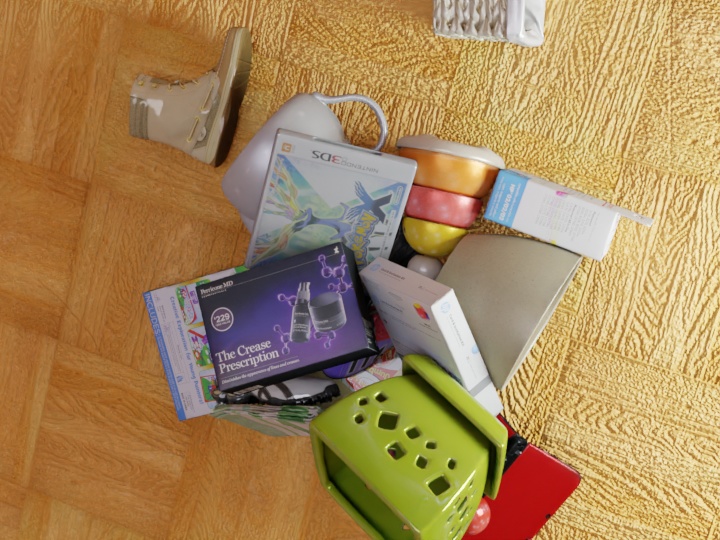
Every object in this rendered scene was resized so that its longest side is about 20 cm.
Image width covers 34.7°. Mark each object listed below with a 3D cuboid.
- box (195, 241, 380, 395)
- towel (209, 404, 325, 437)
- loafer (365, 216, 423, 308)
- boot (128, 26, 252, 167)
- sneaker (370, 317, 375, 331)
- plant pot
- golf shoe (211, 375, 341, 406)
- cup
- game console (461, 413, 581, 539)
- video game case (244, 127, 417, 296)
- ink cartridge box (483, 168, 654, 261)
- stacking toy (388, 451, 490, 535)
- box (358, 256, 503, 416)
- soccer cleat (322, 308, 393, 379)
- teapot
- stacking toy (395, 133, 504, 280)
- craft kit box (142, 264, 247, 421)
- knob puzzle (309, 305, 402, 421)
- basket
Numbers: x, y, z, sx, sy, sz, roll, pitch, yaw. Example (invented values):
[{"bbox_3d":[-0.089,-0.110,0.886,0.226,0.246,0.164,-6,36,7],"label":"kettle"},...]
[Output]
[{"bbox_3d":[-0.092,0.062,1.457,0.199,0.079,0.142,-17,76,9],"label":"box"},{"bbox_3d":[-0.088,0.212,1.579,0.199,0.152,0.024,-4,68,38],"label":"towel"},{"bbox_3d":[0.000,0.000,1.570,0.200,0.072,0.073,-46,54,3],"label":"loafer"},{"bbox_3d":[-0.243,-0.263,1.630,0.155,0.073,0.201,20,108,11],"label":"boot"},{"bbox_3d":[-0.085,0.056,1.528,0.198,0.081,0.116,-4,92,15],"label":"sneaker"},{"bbox_3d":[0.070,0.236,1.426,0.181,0.200,0.199,-39,64,-21],"label":"plant pot"},{"bbox_3d":[-0.120,0.142,1.593,0.199,0.078,0.095,0,87,26],"label":"golf shoe"},{"bbox_3d":[0.173,0.033,1.480,0.143,0.200,0.201,31,105,12],"label":"cup"},{"bbox_3d":[0.172,0.294,1.608,0.200,0.118,0.172,-53,50,15],"label":"game console"},{"bbox_3d":[-0.041,-0.070,1.476,0.181,0.022,0.201,12,120,-8],"label":"video game case"},{"bbox_3d":[0.269,-0.067,1.480,0.199,0.115,0.068,21,102,13],"label":"ink cartridge box"},{"bbox_3d":[0.105,0.271,1.550,0.085,0.085,0.200,-49,59,16],"label":"stacking toy"},{"bbox_3d":[0.089,0.089,1.456,0.041,0.156,0.201,-39,123,-19],"label":"box"},{"bbox_3d":[0.025,0.080,1.567,0.199,0.073,0.068,-32,81,6],"label":"soccer cleat"},{"bbox_3d":[-0.078,-0.133,1.547,0.146,0.198,0.200,41,147,-2],"label":"teapot"},{"bbox_3d":[0.099,-0.069,1.501,0.145,0.146,0.201,13,91,15],"label":"stacking toy"},{"bbox_3d":[-0.199,0.101,1.681,0.196,0.048,0.201,-14,93,20],"label":"craft kit box"},{"bbox_3d":[-0.012,0.126,1.623,0.218,0.030,0.221,-1,86,10],"label":"knob puzzle"},{"bbox_3d":[0.166,-0.389,1.463,0.123,0.135,0.201,5,99,20],"label":"basket"}]
